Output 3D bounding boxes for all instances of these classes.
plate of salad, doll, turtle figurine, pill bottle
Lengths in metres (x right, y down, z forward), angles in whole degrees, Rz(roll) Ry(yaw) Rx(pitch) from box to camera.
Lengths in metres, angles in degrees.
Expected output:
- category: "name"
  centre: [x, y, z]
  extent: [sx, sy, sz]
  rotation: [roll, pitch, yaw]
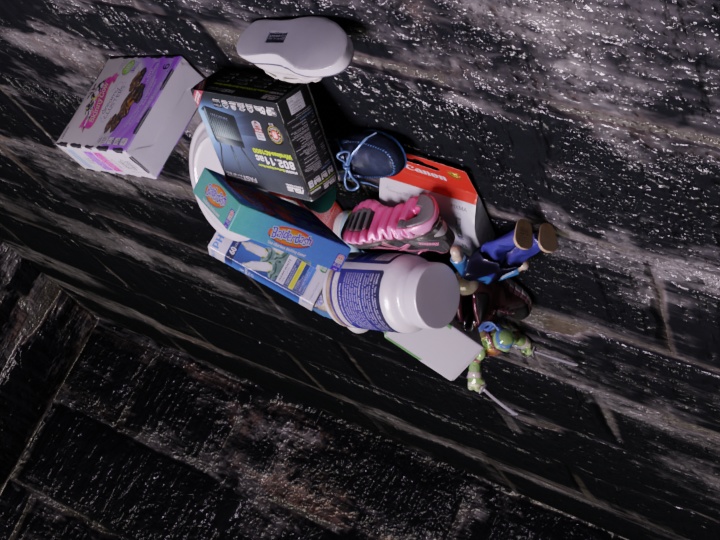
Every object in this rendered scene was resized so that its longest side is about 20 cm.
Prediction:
- category: "plate of salad"
  centre: [-0.203, -0.147, 1.797]
  extent: [0.199, 0.048, 0.202]
  rotation: [19, 118, 40]
- category: "doll"
  centre: [0.188, -0.016, 1.604]
  extent: [0.135, 0.049, 0.200]
  rotation: [7, 157, -24]
- category: "turtle figurine"
  centre: [0.240, 0.168, 2.029]
  extent: [0.199, 0.145, 0.194]
  rotation: [36, 166, -17]
- category: "pill bottle"
  centre: [0.045, 0.032, 1.671]
  extent: [0.199, 0.117, 0.115]
  rotation: [3, 152, 50]

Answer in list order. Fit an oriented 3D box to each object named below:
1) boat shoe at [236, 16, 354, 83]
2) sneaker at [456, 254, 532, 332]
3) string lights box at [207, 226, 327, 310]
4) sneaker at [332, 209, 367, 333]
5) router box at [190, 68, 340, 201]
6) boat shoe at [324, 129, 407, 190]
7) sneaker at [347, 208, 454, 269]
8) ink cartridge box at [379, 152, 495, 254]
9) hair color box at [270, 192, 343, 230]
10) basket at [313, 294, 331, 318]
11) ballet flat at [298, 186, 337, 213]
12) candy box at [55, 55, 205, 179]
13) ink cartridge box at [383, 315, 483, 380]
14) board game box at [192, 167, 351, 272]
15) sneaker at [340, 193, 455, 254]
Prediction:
- category: "boat shoe"
  centre: [-0.069, -0.254, 1.356]
  extent: [0.199, 0.073, 0.066]
  rotation: [12, 163, 46]
- category: "sneaker"
  centre: [0.199, 0.057, 1.788]
  extent: [0.075, 0.116, 0.200]
  rotation: [7, 155, 39]
- category: "string lights box"
  centre: [-0.142, -0.029, 1.883]
  extent: [0.198, 0.104, 0.059]
  rotation: [28, 167, 1]
- category: "sneaker"
  centre: [0.000, 0.000, 1.832]
  extent: [0.073, 0.203, 0.082]
  rotation: [-8, 180, -33]
- category: "router box"
  centre: [-0.131, -0.186, 1.545]
  extent: [0.199, 0.062, 0.151]
  rotation: [17, 137, 45]
- category: "boat shoe"
  centre: [-0.020, -0.148, 1.562]
  extent: [0.199, 0.068, 0.085]
  rotation: [5, 122, 49]
- category: "sneaker"
  centre: [0.070, -0.056, 1.784]
  extent: [0.199, 0.072, 0.083]
  rotation: [23, -148, -30]
- category: "ink cartridge box"
  centre: [0.096, -0.097, 1.612]
  extent: [0.159, 0.048, 0.200]
  rotation: [20, 164, 26]
- category: "hair color box"
  centre: [-0.095, -0.101, 1.881]
  extent: [0.110, 0.064, 0.200]
  rotation: [19, 161, 32]
- category: "basket"
  centre: [-0.014, 0.036, 2.030]
  extent: [0.175, 0.140, 0.200]
  rotation: [9, 146, 45]
- category: "ballet flat"
  centre: [-0.090, -0.164, 1.705]
  extent: [0.064, 0.075, 0.200]
  rotation: [54, 177, 36]
- category: "candy box"
  centre: [-0.339, -0.230, 1.686]
  extent: [0.199, 0.169, 0.071]
  rotation: [10, 157, 45]
- category: "ink cartridge box"
  centre: [0.108, 0.062, 1.836]
  extent: [0.144, 0.084, 0.201]
  rotation: [34, -158, -21]
- category: "board game box"
  centre: [-0.129, -0.074, 1.655]
  extent: [0.199, 0.045, 0.152]
  rotation: [20, -166, -36]
- category: "sneaker"
  centre: [0.054, -0.052, 1.634]
  extent: [0.199, 0.080, 0.095]
  rotation: [0, 149, 48]
